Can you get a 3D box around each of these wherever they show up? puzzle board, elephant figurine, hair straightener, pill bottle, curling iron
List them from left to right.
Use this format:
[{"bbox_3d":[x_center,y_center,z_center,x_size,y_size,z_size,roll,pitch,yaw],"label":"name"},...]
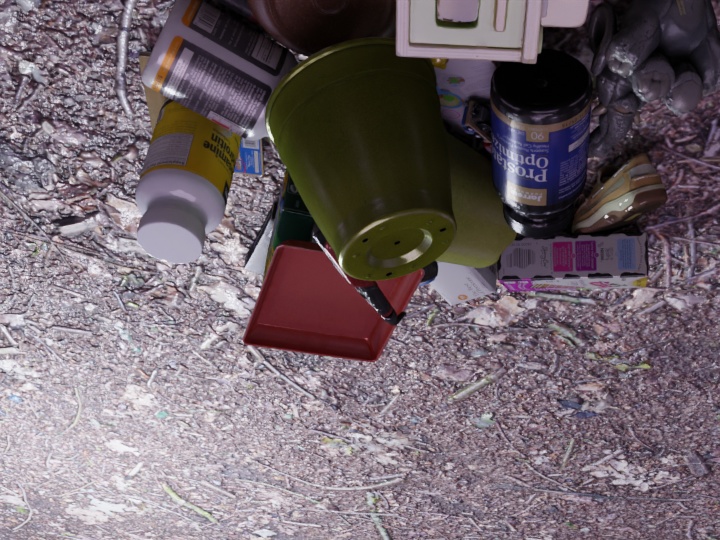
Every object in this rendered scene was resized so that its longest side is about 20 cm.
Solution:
[{"bbox_3d":[-0.213,-0.114,1.243,0.110,0.203,0.113,5,145,3],"label":"pill bottle"},{"bbox_3d":[-0.201,-0.201,1.309,0.147,0.018,0.202,6,145,2],"label":"puzzle board"},{"bbox_3d":[-0.142,-0.222,1.166,0.198,0.118,0.116,27,141,-14],"label":"pill bottle"},{"bbox_3d":[-0.119,-0.303,1.143,0.197,0.026,0.050,22,136,-17],"label":"curling iron"},{"bbox_3d":[0.000,0.000,1.213,0.041,0.077,0.200,-43,134,-1],"label":"hair straightener"},{"bbox_3d":[0.202,-0.137,1.139,0.109,0.113,0.202,1,139,10],"label":"pill bottle"},{"bbox_3d":[0.295,-0.225,1.085,0.142,0.155,0.200,51,175,-6],"label":"elephant figurine"}]

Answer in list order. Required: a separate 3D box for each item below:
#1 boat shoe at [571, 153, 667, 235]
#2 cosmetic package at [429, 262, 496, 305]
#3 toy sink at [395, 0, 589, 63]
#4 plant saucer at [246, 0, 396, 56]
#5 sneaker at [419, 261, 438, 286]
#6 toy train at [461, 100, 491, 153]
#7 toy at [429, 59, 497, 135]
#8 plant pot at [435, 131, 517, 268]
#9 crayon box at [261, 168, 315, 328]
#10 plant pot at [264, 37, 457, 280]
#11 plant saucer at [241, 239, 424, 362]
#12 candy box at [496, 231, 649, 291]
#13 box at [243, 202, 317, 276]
[{"bbox_3d":[0.326,-0.098,1.294,0.070,0.078,0.200,-10,170,-19],"label":"boat shoe"},{"bbox_3d":[0.112,-0.029,1.444,0.081,0.051,0.200,-17,136,33],"label":"cosmetic package"},{"bbox_3d":[0.136,-0.288,1.004,0.196,0.113,0.132,4,126,6],"label":"toy sink"},{"bbox_3d":[-0.032,-0.303,1.090,0.196,0.037,0.202,0,137,0],"label":"plant saucer"},{"bbox_3d":[0.027,-0.007,1.421,0.197,0.080,0.089,2,167,35],"label":"sneaker"},{"bbox_3d":[0.175,-0.157,1.232,0.045,0.035,0.199,10,169,36],"label":"toy train"},{"bbox_3d":[0.124,-0.224,1.169,0.113,0.048,0.199,-2,162,35],"label":"toy"},{"bbox_3d":[0.098,-0.089,1.268,0.182,0.204,0.200,17,145,-30],"label":"plant pot"},{"bbox_3d":[-0.096,-0.040,1.370,0.051,0.127,0.202,11,129,-7],"label":"crayon box"},{"bbox_3d":[0.014,-0.103,1.072,0.196,0.196,0.201,-13,152,-7],"label":"plant pot"},{"bbox_3d":[-0.040,0.036,1.322,0.196,0.037,0.201,9,137,-17],"label":"plant saucer"},{"bbox_3d":[0.291,-0.009,1.379,0.196,0.062,0.136,-3,172,15],"label":"candy box"},{"bbox_3d":[-0.063,-0.017,1.511,0.197,0.037,0.143,21,142,-12],"label":"box"}]
